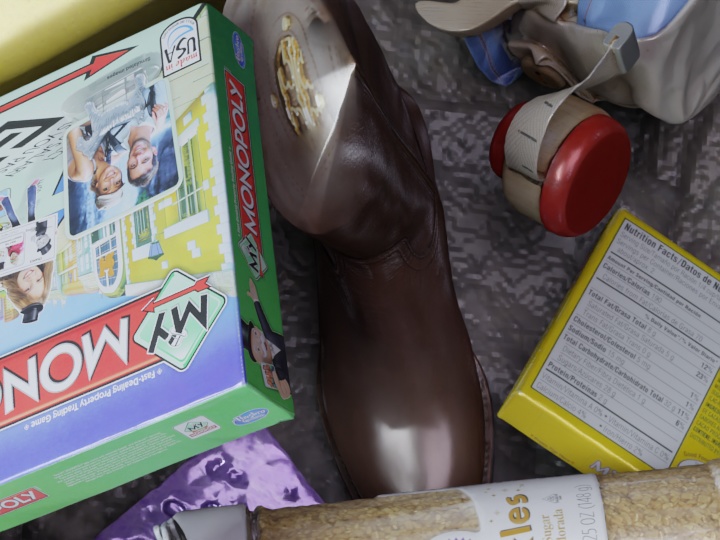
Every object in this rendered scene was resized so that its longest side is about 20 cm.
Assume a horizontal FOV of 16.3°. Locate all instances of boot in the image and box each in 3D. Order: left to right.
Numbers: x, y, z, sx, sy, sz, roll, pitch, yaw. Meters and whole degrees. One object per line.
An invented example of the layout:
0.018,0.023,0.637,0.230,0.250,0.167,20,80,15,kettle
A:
0.000,0.000,0.854,0.064,0.200,0.188,-13,78,4,boot

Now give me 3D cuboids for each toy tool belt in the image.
0.085,-0.113,0.947,0.123,0.125,0.200,28,71,30,toy tool belt

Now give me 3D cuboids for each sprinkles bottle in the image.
0.035,0.107,0.866,0.199,0.068,0.069,-6,80,-1,sprinkles bottle

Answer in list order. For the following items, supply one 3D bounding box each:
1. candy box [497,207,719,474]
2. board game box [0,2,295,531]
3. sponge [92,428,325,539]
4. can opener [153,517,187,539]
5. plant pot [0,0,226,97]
0.156,0.070,0.938,0.199,0.026,0.102,34,51,0,candy box
-0.116,0.015,0.777,0.199,0.029,0.135,-23,56,23,board game box
-0.083,0.156,0.903,0.200,0.030,0.112,-38,86,-13,sponge
-0.034,0.175,0.803,0.067,0.053,0.201,-24,91,-4,can opener
-0.106,-0.157,0.885,0.176,0.200,0.200,-41,87,-2,plant pot
